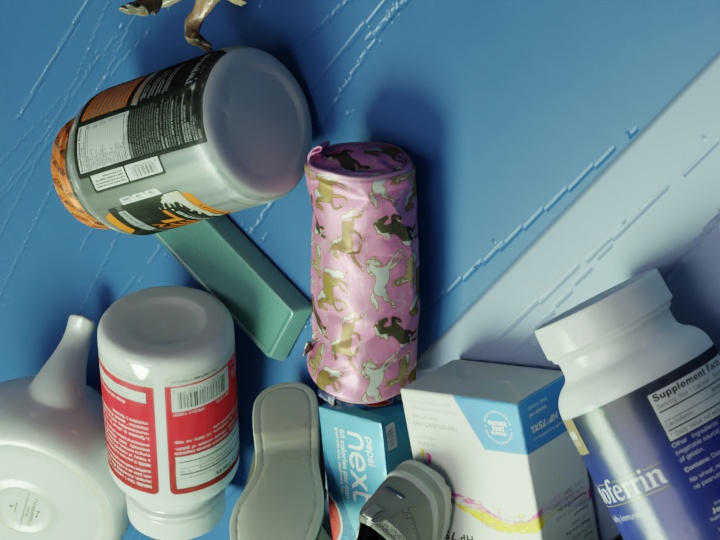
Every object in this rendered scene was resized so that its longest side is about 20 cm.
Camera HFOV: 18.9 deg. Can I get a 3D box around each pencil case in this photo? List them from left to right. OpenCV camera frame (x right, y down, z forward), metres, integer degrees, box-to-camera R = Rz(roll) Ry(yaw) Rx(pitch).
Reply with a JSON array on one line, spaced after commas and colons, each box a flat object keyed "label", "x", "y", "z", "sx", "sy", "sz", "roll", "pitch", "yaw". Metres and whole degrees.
[{"label": "pencil case", "x": 0.000, "y": 0.000, "z": 1.631, "sx": 0.083, "sy": 0.086, "sz": 0.201, "roll": -130, "pitch": 36, "yaw": -59}]

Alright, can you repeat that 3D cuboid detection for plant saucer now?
[{"label": "plant saucer", "x": -0.121, "y": -0.013, "z": 1.782, "sx": 0.200, "sy": 0.019, "sz": 0.070, "roll": 46, "pitch": 133, "yaw": 19}]

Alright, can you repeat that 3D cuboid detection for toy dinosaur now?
[{"label": "toy dinosaur", "x": -0.117, "y": -0.251, "z": 1.622, "sx": 0.086, "sy": 0.136, "sz": 0.200, "roll": 18, "pitch": 161, "yaw": -8}]

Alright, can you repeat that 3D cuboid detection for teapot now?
[{"label": "teapot", "x": -0.279, "y": 0.166, "z": 1.928, "sx": 0.200, "sy": 0.146, "sz": 0.198, "roll": -21, "pitch": 120, "yaw": 26}]

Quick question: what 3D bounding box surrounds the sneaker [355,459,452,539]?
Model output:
[{"label": "sneaker", "x": 0.016, "y": 0.239, "z": 1.628, "sx": 0.075, "sy": 0.082, "sz": 0.201, "roll": 22, "pitch": 124, "yaw": 37}]

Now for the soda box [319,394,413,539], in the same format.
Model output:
[{"label": "soda box", "x": 0.020, "y": 0.193, "z": 1.711, "sx": 0.068, "sy": 0.064, "sz": 0.201, "roll": 12, "pitch": 115, "yaw": 39}]

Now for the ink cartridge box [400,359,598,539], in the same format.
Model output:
[{"label": "ink cartridge box", "x": 0.109, "y": 0.174, "z": 1.616, "sx": 0.116, "sy": 0.067, "sz": 0.201, "roll": 4, "pitch": 112, "yaw": 43}]

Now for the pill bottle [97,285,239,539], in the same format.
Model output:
[{"label": "pill bottle", "x": -0.157, "y": 0.122, "z": 1.802, "sx": 0.112, "sy": 0.112, "sz": 0.200, "roll": 26, "pitch": 132, "yaw": 32}]

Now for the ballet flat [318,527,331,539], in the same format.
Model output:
[{"label": "ballet flat", "x": -0.032, "y": 0.280, "z": 1.776, "sx": 0.069, "sy": 0.069, "sz": 0.200, "roll": -41, "pitch": 42, "yaw": 45}]

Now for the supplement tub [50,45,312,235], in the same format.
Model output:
[{"label": "supplement tub", "x": -0.144, "y": -0.096, "z": 1.687, "sx": 0.200, "sy": 0.122, "sz": 0.123, "roll": -12, "pitch": 100, "yaw": 44}]

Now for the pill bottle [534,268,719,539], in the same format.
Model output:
[{"label": "pill bottle", "x": 0.204, "y": 0.107, "z": 1.464, "sx": 0.116, "sy": 0.116, "sz": 0.200, "roll": -30, "pitch": 87, "yaw": 46}]

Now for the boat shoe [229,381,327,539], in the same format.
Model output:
[{"label": "boat shoe", "x": -0.059, "y": 0.180, "z": 1.706, "sx": 0.072, "sy": 0.202, "sz": 0.060, "roll": -2, "pitch": 135, "yaw": 7}]
